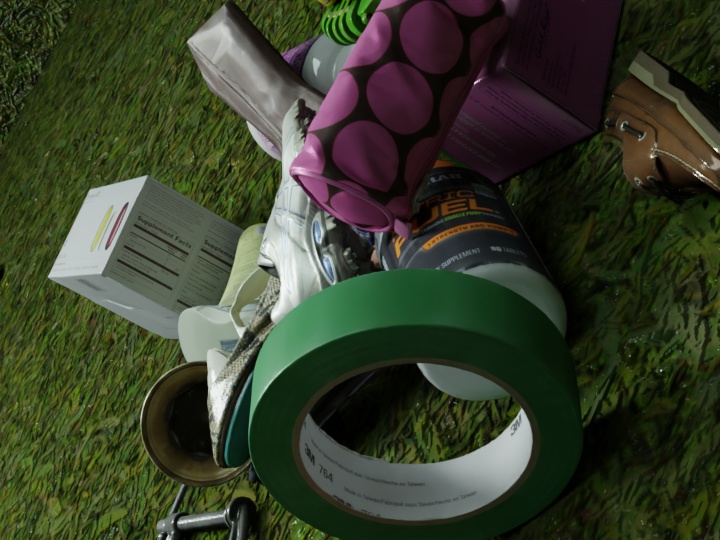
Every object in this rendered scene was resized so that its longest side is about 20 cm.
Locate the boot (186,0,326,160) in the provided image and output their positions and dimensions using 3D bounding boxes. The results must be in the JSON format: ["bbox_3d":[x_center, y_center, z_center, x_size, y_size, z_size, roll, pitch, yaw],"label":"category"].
[{"bbox_3d":[-0.085,-0.125,1.307,0.064,0.200,0.187,-32,-26,-43],"label":"boot"}]

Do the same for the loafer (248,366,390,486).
[{"bbox_3d":[-0.033,0.115,1.126,0.201,0.063,0.072,-63,-2,40],"label":"loafer"}]

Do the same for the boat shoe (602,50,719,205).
[{"bbox_3d":[0.200,-0.071,0.876,0.068,0.072,0.200,-57,14,16],"label":"boat shoe"}]

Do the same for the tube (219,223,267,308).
[{"bbox_3d":[-0.092,0.002,1.324,0.058,0.052,0.200,-52,11,8],"label":"tube"}]

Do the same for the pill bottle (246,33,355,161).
[{"bbox_3d":[-0.022,-0.167,1.354,0.199,0.112,0.113,-10,54,61],"label":"pill bottle"}]

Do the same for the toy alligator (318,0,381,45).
[{"bbox_3d":[0.009,-0.214,1.170,0.055,0.059,0.200,-64,24,-8],"label":"toy alligator"}]

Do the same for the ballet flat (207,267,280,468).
[{"bbox_3d":[-0.081,0.057,1.152,0.075,0.068,0.201,30,95,29],"label":"ballet flat"}]

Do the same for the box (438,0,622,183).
[{"bbox_3d":[0.101,-0.168,1.131,0.199,0.096,0.177,-27,41,52],"label":"box"}]

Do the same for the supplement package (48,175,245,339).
[{"bbox_3d":[-0.214,-0.009,1.503,0.199,0.155,0.112,-4,59,62],"label":"supplement package"}]

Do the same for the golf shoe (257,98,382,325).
[{"bbox_3d":[-0.048,-0.044,1.093,0.097,0.078,0.201,-31,46,23],"label":"golf shoe"}]

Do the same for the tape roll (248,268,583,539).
[{"bbox_3d":[0.032,0.088,0.858,0.200,0.199,0.048,-43,29,33],"label":"tape roll"}]

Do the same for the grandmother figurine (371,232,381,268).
[{"bbox_3d":[0.000,0.000,1.202,0.121,0.061,0.200,-38,20,-7],"label":"grandmother figurine"}]

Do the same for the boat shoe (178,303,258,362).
[{"bbox_3d":[-0.101,0.062,1.321,0.200,0.071,0.071,-4,98,57],"label":"boat shoe"}]

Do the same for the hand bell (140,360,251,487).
[{"bbox_3d":[-0.135,0.124,1.281,0.105,0.104,0.200,-60,3,0],"label":"hand bell"}]

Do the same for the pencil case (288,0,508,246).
[{"bbox_3d":[0.033,-0.123,0.988,0.201,0.093,0.091,-64,-18,-14],"label":"pencil case"}]

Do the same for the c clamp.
[{"bbox_3d":[-0.143,0.240,1.249,0.199,0.027,0.172,-14,51,59],"label":"c clamp"}]

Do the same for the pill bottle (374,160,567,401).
[{"bbox_3d":[0.068,-0.005,1.006,0.107,0.106,0.200,-52,25,17],"label":"pill bottle"}]
